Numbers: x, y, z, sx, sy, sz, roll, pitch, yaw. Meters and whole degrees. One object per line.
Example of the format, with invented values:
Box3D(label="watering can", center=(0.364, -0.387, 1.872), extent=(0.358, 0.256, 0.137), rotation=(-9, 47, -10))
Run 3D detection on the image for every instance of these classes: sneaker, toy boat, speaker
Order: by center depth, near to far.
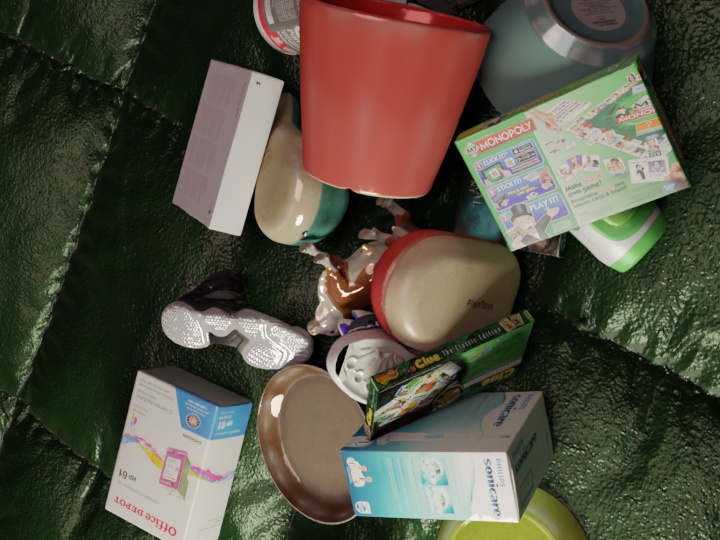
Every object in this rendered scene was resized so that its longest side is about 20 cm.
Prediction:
Box3D(label="speaker", center=(0.231, -0.092, 1.093), extent=(0.200, 0.088, 0.089), rotation=(43, 108, 3))
Box3D(label="toy boat", center=(0.080, 0.016, 1.143), extent=(0.130, 0.198, 0.133), rotation=(22, 98, 40))
Box3D(label="sneaker", center=(0.000, 0.092, 1.170), extent=(0.146, 0.198, 0.082), rotation=(26, 98, 44))
Box3D(label="sneaker", center=(-0.147, 0.056, 1.311), extent=(0.197, 0.114, 0.076), rotation=(12, 123, 6))

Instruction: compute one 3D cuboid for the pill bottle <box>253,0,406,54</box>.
Box3D(label="pill bottle", center=(-0.034, -0.323, 1.214), extent=(0.199, 0.109, 0.113), rotation=(5, 91, 54))

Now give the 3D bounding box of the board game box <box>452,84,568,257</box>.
Box3D(label="board game box", center=(0.187, -0.126, 1.175), extent=(0.134, 0.028, 0.204), rotation=(12, 95, 28))

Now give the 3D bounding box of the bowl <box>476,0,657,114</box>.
Box3D(label="bowl", center=(0.224, -0.239, 1.052), extent=(0.202, 0.199, 0.105), rotation=(52, 154, 19))

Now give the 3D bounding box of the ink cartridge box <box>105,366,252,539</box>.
Box3D(label="ink cartridge box", center=(-0.244, 0.249, 1.367), extent=(0.143, 0.084, 0.203), rotation=(18, 98, 27))

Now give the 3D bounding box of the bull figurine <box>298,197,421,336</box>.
Box3D(label="bull figurine", center=(0.000, 0.000, 1.236), extent=(0.199, 0.121, 0.066), rotation=(-33, 37, 16))

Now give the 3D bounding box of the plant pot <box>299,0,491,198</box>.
Box3D(label="plant pot", center=(0.021, -0.181, 1.061), extent=(0.198, 0.200, 0.180), rotation=(21, 112, 27))

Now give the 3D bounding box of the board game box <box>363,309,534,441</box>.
Box3D(label="board game box", center=(0.096, 0.114, 1.113), extent=(0.024, 0.198, 0.106), rotation=(54, 154, 34))

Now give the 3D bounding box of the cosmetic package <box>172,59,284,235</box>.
Box3D(label="cosmetic package", center=(-0.174, -0.162, 1.322), extent=(0.150, 0.051, 0.203), rotation=(31, 106, 60))

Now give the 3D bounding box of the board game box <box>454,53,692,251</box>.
Box3D(label="board game box", center=(0.210, -0.112, 1.017), extent=(0.198, 0.029, 0.136), rotation=(-20, 108, 31))

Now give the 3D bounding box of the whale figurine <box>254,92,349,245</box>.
Box3D(label="whale figurine", center=(-0.075, -0.125, 1.289), extent=(0.159, 0.102, 0.202), rotation=(-49, 43, 40))

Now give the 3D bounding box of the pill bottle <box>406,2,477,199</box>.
Box3D(label="pill bottle", center=(0.064, -0.196, 1.195), extent=(0.113, 0.113, 0.202), rotation=(29, 102, 25))

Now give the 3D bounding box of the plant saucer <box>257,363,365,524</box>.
Box3D(label="plant saucer", center=(-0.049, 0.212, 1.269), extent=(0.198, 0.032, 0.204), rotation=(11, 106, 40))

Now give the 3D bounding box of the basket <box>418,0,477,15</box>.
Box3D(label="basket", center=(0.104, -0.420, 1.133), extent=(0.159, 0.199, 0.201), rotation=(-17, 81, 24))

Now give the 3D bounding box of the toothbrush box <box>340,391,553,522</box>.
Box3D(label="toothbrush box", center=(0.099, 0.204, 1.139), extent=(0.197, 0.146, 0.087), rotation=(-6, 106, 27))

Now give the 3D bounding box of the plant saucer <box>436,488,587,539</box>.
Box3D(label="plant saucer", center=(0.170, 0.346, 1.171), extent=(0.197, 0.031, 0.204), rotation=(0, 89, 29))
